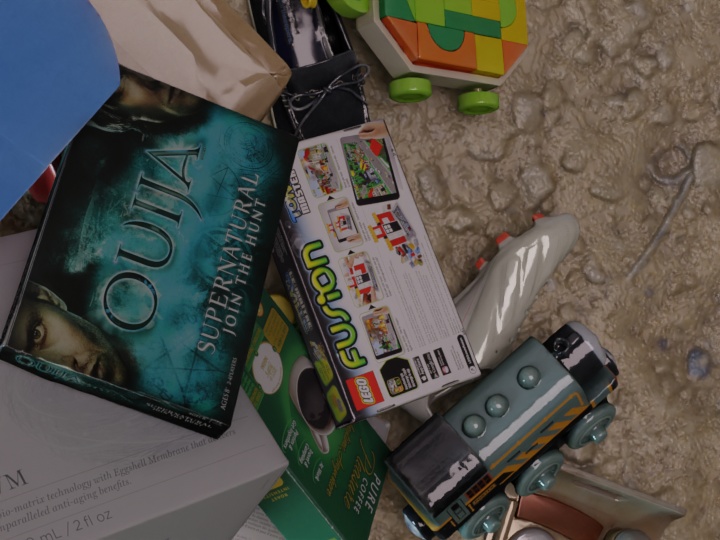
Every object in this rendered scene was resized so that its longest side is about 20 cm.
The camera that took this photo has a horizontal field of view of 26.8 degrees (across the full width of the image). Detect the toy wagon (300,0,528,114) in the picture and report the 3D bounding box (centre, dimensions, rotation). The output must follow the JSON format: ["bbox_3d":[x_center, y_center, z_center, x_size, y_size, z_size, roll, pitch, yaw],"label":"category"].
[{"bbox_3d":[0.044,-0.203,1.135,0.199,0.040,0.156,4,78,-38],"label":"toy wagon"}]

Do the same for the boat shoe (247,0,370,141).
[{"bbox_3d":[-0.033,-0.141,1.133,0.074,0.062,0.201,-19,94,-16],"label":"boat shoe"}]

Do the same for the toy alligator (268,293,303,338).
[{"bbox_3d":[-0.081,0.039,1.112,0.200,0.059,0.054,33,80,-11],"label":"toy alligator"}]

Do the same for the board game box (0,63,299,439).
[{"bbox_3d":[-0.119,-0.016,0.875,0.135,0.028,0.201,21,58,-16],"label":"board game box"}]

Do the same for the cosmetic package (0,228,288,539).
[{"bbox_3d":[-0.186,0.089,0.883,0.199,0.123,0.200,-16,62,-41],"label":"cosmetic package"}]

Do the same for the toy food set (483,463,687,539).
[{"bbox_3d":[0.160,0.257,1.164,0.143,0.060,0.201,21,82,-13],"label":"toy food set"}]

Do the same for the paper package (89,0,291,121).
[{"bbox_3d":[-0.155,-0.145,1.029,0.191,0.200,0.104,44,77,-8],"label":"paper package"}]

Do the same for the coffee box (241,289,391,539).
[{"bbox_3d":[-0.057,0.101,1.045,0.044,0.123,0.200,-26,114,26],"label":"coffee box"}]

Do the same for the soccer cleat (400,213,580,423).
[{"bbox_3d":[0.100,0.037,1.151,0.200,0.069,0.078,-40,71,-7],"label":"soccer cleat"}]

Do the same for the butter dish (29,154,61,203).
[{"bbox_3d":[-0.295,-0.108,0.985,0.147,0.200,0.200,-29,101,-14],"label":"butter dish"}]

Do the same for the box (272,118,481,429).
[{"bbox_3d":[0.000,0.000,1.078,0.110,0.035,0.201,-17,83,-26],"label":"box"}]

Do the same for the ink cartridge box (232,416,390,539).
[{"bbox_3d":[-0.078,0.184,1.124,0.160,0.050,0.201,22,64,-13],"label":"ink cartridge box"}]

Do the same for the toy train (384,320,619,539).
[{"bbox_3d":[0.106,0.119,1.105,0.200,0.114,0.085,-40,63,-3],"label":"toy train"}]

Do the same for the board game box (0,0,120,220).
[{"bbox_3d":[-0.238,-0.093,0.869,0.158,0.039,0.200,34,71,12],"label":"board game box"}]
